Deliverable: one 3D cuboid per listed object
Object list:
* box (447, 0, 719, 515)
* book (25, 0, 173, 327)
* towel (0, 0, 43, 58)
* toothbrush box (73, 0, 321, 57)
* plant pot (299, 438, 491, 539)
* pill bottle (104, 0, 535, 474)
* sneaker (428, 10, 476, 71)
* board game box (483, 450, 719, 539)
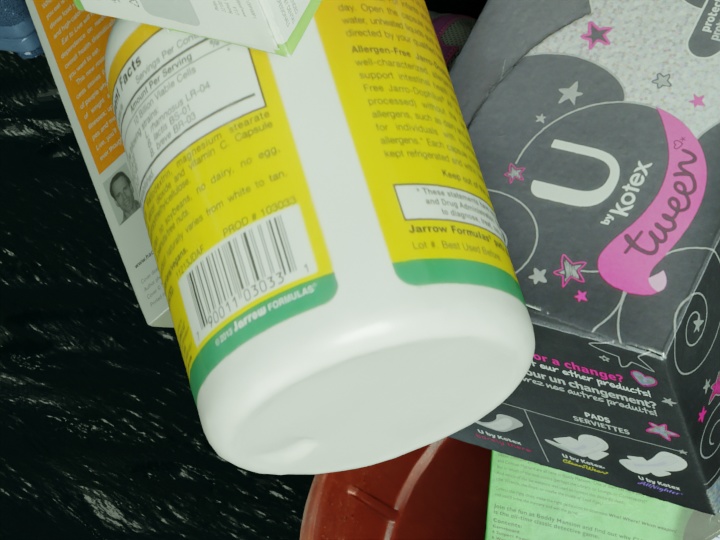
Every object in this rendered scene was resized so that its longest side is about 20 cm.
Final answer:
[{"bbox_3d":[0.103,-0.035,1.055,0.132,0.200,0.115,15,153,27],"label":"box"},{"bbox_3d":[-0.063,-0.098,1.100,0.048,0.201,0.134,3,148,-43],"label":"book"},{"bbox_3d":[-0.216,-0.177,1.307,0.111,0.049,0.200,9,150,37],"label":"towel"},{"bbox_3d":[-0.032,-0.192,0.894,0.086,0.200,0.146,16,152,26],"label":"toothbrush box"},{"bbox_3d":[0.106,0.149,1.442,0.200,0.201,0.195,0,151,47],"label":"plant pot"},{"bbox_3d":[-0.022,-0.043,0.958,0.112,0.201,0.113,-15,157,-7],"label":"pill bottle"},{"bbox_3d":[0.021,-0.057,1.159,0.088,0.200,0.082,4,122,11],"label":"sneaker"},{"bbox_3d":[0.145,0.094,1.132,0.199,0.023,0.105,13,116,21],"label":"board game box"}]
